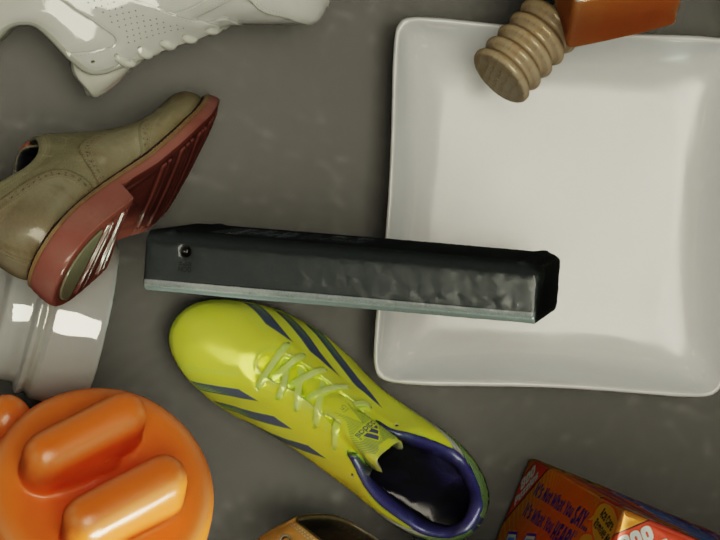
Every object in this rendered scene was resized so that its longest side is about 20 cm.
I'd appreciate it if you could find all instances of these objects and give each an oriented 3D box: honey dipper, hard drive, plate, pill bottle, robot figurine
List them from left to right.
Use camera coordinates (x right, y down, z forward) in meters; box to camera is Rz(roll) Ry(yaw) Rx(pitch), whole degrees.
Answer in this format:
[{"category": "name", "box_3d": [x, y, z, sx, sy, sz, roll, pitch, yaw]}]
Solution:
[{"category": "pill bottle", "box_3d": [-0.232, 0.007, 1.472, 0.199, 0.114, 0.115, 13, 92, -10]}, {"category": "robot figurine", "box_3d": [-0.137, 0.133, 1.441, 0.143, 0.200, 0.117, 20, 61, 1]}, {"category": "hard drive", "box_3d": [0.000, 0.000, 1.470, 0.199, 0.140, 0.033, 5, 93, 8]}, {"category": "plate", "box_3d": [0.108, -0.034, 1.567, 0.199, 0.032, 0.200, 3, 92, -9]}, {"category": "honey dipper", "box_3d": [0.138, -0.169, 1.545, 0.038, 0.038, 0.200, 48, 69, -9]}]

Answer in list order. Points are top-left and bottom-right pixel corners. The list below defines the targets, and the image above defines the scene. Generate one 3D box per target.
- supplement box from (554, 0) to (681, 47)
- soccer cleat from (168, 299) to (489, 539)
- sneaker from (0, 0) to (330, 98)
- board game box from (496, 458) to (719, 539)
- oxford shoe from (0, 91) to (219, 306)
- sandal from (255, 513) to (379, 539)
[{"category": "supplement box", "box_3d": [0.114, -0.225, 1.504, 0.069, 0.067, 0.201, -12, 72, -4]}, {"category": "soccer cleat", "box_3d": [-0.013, 0.078, 1.528, 0.200, 0.084, 0.065, 35, 88, -10]}, {"category": "sneaker", "box_3d": [-0.117, -0.140, 1.509, 0.199, 0.078, 0.100, 8, 99, -1]}, {"category": "board game box", "box_3d": [0.163, 0.240, 1.509, 0.200, 0.200, 0.200, 23, 90, -11]}, {"category": "oxford shoe", "box_3d": [-0.135, -0.056, 1.461, 0.075, 0.200, 0.071, 31, 120, 8]}, {"category": "sandal", "box_3d": [-0.014, 0.156, 1.514, 0.199, 0.080, 0.054, -6, 99, 18]}]
